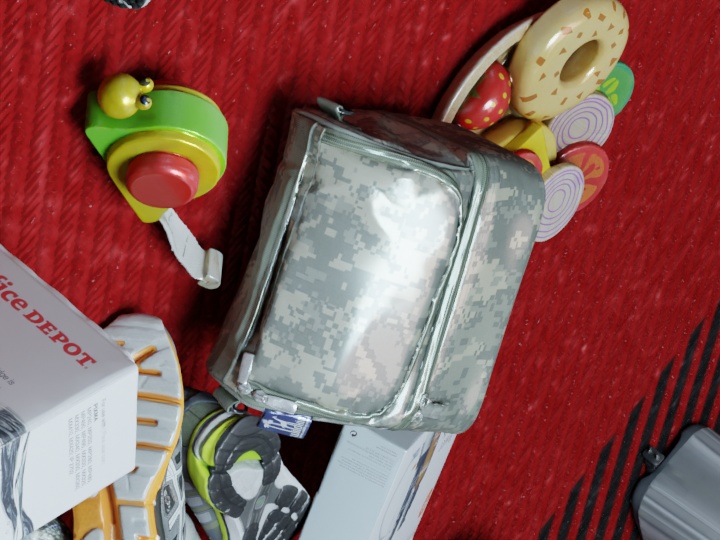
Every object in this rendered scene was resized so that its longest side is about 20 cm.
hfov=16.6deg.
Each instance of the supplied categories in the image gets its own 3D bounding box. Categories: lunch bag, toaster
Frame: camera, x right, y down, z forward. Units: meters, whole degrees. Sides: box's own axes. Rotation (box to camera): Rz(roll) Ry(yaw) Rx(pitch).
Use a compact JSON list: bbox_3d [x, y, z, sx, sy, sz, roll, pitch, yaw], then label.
[{"bbox_3d":[0.000,0.000,1.539,0.167,0.139,0.201,10,104,-41],"label":"lunch bag"},{"bbox_3d":[0.323,0.224,2.173,0.114,0.129,0.200,-47,147,-14],"label":"toaster"}]

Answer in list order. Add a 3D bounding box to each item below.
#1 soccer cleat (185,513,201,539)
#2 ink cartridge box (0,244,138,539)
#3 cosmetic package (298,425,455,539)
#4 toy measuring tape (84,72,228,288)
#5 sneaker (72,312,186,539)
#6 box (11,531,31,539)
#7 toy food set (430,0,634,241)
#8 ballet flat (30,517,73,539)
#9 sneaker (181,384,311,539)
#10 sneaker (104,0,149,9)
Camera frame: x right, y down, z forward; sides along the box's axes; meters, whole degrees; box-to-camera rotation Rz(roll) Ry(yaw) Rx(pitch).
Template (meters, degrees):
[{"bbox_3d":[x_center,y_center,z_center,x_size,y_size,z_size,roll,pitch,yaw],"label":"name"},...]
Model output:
[{"bbox_3d":[-0.170,0.240,1.601,0.200,0.070,0.086,-51,147,-7],"label":"soccer cleat"},{"bbox_3d":[-0.236,0.084,1.306,0.199,0.145,0.085,-30,141,-34],"label":"ink cartridge box"},{"bbox_3d":[0.014,0.148,1.712,0.152,0.051,0.200,-66,170,21],"label":"cosmetic package"},{"bbox_3d":[-0.097,-0.052,1.429,0.074,0.073,0.200,-47,144,-12],"label":"toy measuring tape"},{"bbox_3d":[-0.141,0.126,1.510,0.077,0.078,0.202,-2,97,-77],"label":"sneaker"},{"bbox_3d":[-0.275,0.197,1.333,0.198,0.098,0.125,-11,130,-16],"label":"box"},{"bbox_3d":[0.115,-0.089,1.698,0.200,0.049,0.199,-44,146,-19],"label":"toy food set"},{"bbox_3d":[-0.245,0.182,1.453,0.200,0.072,0.072,-16,131,-45],"label":"ballet flat"},{"bbox_3d":[-0.087,0.134,1.606,0.074,0.081,0.201,-41,150,-20],"label":"sneaker"},{"bbox_3d":[-0.129,-0.228,1.252,0.080,0.073,0.201,-55,155,-28],"label":"sneaker"}]
